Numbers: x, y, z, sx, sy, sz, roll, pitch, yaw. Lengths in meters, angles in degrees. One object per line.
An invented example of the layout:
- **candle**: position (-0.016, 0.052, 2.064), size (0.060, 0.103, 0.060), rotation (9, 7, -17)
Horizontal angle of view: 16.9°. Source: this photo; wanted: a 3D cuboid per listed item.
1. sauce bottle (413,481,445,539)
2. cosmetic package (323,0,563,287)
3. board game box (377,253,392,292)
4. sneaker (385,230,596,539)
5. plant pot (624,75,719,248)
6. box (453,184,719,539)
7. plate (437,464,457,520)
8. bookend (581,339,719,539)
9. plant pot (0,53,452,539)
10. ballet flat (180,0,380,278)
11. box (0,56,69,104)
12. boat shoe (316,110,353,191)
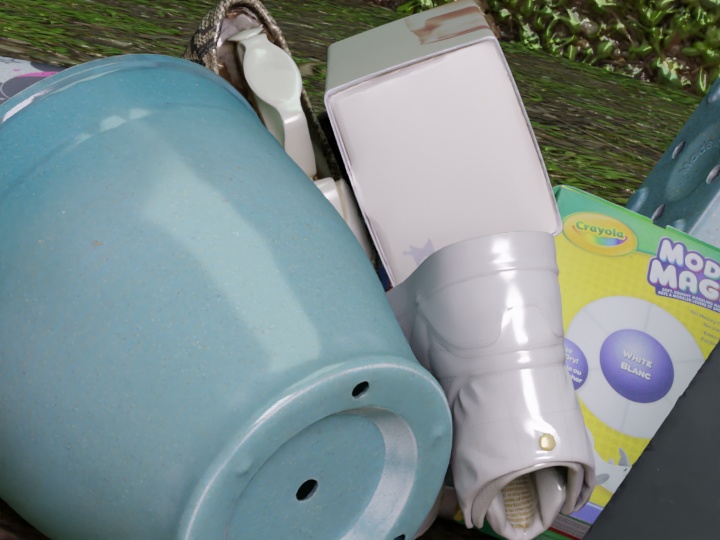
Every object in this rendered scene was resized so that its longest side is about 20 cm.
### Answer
- **sauce bottle**: position (-0.043, 0.073, 1.153), size (0.199, 0.067, 0.066), rotation (20, 14, 42)
- **cosmetic package**: position (0.038, -0.067, 1.187), size (0.087, 0.104, 0.200), rotation (-19, 12, 4)
- **board game box**: position (0.000, 0.000, 1.255), size (0.198, 0.037, 0.151), rotation (1, 9, -16)
- **sneaker**: position (0.047, 0.063, 1.038), size (0.073, 0.117, 0.200), rotation (-8, -12, -10)
- **plant pot**: position (0.263, -0.009, 1.370), size (0.199, 0.197, 0.196), rotation (35, 7, -14)
- **box**: position (0.124, 0.047, 1.153), size (0.116, 0.048, 0.201), rotation (22, 53, -7)
- **plate**: position (0.052, 0.089, 1.257), size (0.198, 0.033, 0.199), rotation (4, 14, -38)
- **bookend**: position (0.190, 0.126, 1.020), size (0.092, 0.199, 0.201), rotation (20, -30, 34)
- **plant pot**: position (-0.068, 0.045, 0.996), size (0.199, 0.201, 0.188), rotation (1, 32, -44)
- **ballet flat**: position (-0.035, -0.045, 1.145), size (0.067, 0.075, 0.201), rotation (-12, 64, -23)
- **box**: position (-0.204, -0.048, 1.332), size (0.198, 0.116, 0.132), rotation (12, 24, 21)
- **boat shoe**: position (0.021, -0.047, 1.436), size (0.060, 0.072, 0.201), rotation (4, 19, -20)
